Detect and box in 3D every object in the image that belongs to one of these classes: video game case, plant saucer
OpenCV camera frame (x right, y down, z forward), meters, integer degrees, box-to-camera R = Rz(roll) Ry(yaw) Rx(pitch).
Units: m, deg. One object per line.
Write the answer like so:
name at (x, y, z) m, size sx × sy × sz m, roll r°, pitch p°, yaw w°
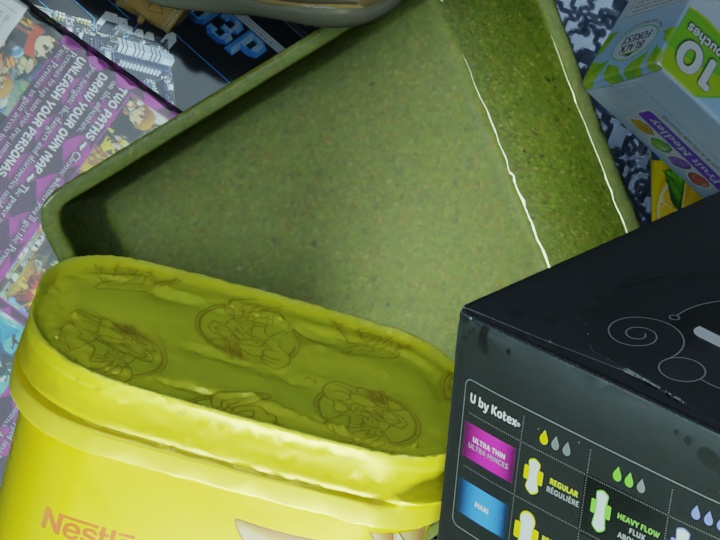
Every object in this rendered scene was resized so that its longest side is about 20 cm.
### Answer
video game case at (-0.159, -0.003, 0.961) m, size 0.181 × 0.036 × 0.201 m, roll 34°, pitch 89°, yaw 8°
plant saucer at (0.000, 0.000, 0.937) m, size 0.199 × 0.048 × 0.201 m, roll -32°, pitch 120°, yaw -14°

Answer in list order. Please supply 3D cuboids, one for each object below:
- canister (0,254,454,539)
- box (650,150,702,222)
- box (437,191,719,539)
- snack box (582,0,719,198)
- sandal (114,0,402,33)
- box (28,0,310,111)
canister at (-0.058, 0.112, 0.867) m, size 0.147 × 0.087 × 0.201 m, roll 15°, pitch 116°, yaw -5°
box at (0.152, 0.008, 0.954) m, size 0.070 × 0.064 × 0.202 m, roll 1°, pitch 85°, yaw -32°
box at (0.112, 0.100, 0.825) m, size 0.124 × 0.148 × 0.201 m, roll 25°, pitch 122°, yaw 37°
snack box at (0.188, -0.060, 0.911) m, size 0.200 × 0.053 × 0.143 m, roll 40°, pitch 70°, yaw -21°
sandal at (-0.055, -0.113, 0.918) m, size 0.199 × 0.054 × 0.080 m, roll 22°, pitch 57°, yaw 38°
box at (-0.108, -0.065, 1.003) m, size 0.200 × 0.046 × 0.159 m, roll 41°, pitch 91°, yaw 6°
